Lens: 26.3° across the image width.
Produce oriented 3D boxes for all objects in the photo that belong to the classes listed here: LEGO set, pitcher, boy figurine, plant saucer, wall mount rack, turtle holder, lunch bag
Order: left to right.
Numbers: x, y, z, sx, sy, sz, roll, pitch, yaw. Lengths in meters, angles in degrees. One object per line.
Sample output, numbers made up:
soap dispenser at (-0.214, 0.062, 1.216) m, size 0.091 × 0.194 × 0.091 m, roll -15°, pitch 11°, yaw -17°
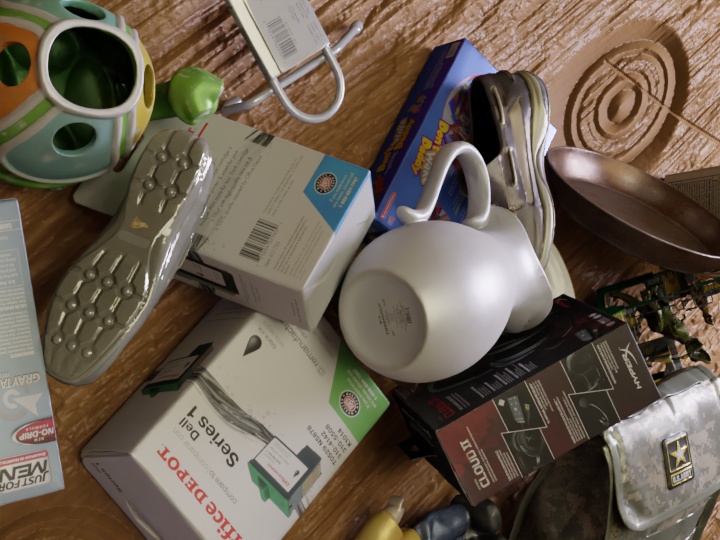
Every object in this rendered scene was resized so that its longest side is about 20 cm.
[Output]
turtle holder at (-0.202, -0.122, 1.103) m, size 0.185 × 0.132 × 0.141 m, roll 34°, pitch 66°, yaw -27°
wall mount rack at (-0.068, -0.221, 1.260) m, size 0.174 × 0.074 × 0.200 m, roll -36°, pitch 107°, yaw -30°
boy figurine at (0.035, 0.253, 1.293) m, size 0.200 × 0.064 × 0.125 m, roll -22°, pitch 101°, yaw -40°
pitcher at (0.062, -0.008, 1.219) m, size 0.200 × 0.121 × 0.172 m, roll -22°, pitch 96°, yaw -54°
lunch bag at (0.240, 0.187, 1.369) m, size 0.164 × 0.118 × 0.200 m, roll -18°, pitch 135°, yaw -37°
plant saucer at (0.256, -0.052, 1.426) m, size 0.200 × 0.200 × 0.035 m, roll 9°, pitch 118°, yaw -36°
LEGO set at (0.308, 0.063, 1.442) m, size 0.199 × 0.154 × 0.116 m, roll -19°, pitch 99°, yaw 2°

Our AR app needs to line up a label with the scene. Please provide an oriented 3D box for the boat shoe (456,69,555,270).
boat shoe at (0.119, -0.076, 1.336) m, size 0.073 × 0.074 × 0.201 m, roll 4°, pitch 77°, yaw -24°

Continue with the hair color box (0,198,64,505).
hair color box at (-0.266, 0.057, 1.060) m, size 0.060 × 0.099 × 0.201 m, roll -10°, pitch 91°, yaw -37°

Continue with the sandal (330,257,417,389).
sandal at (0.003, 0.000, 1.283) m, size 0.070 × 0.078 × 0.212 m, roll -46°, pitch 108°, yaw -21°

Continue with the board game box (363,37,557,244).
board game box at (0.084, -0.085, 1.374) m, size 0.134 × 0.045 × 0.200 m, roll 40°, pitch 63°, yaw -27°

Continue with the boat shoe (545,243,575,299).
boat shoe at (0.151, 0.060, 1.395) m, size 0.069 × 0.071 × 0.201 m, roll -13°, pitch 94°, yaw -39°

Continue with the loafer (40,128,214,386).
loafer at (-0.158, -0.005, 1.087) m, size 0.070 × 0.070 × 0.200 m, roll 25°, pitch 73°, yaw 14°

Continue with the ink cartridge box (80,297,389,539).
ink cartridge box at (-0.094, 0.123, 1.193) m, size 0.146 × 0.084 × 0.200 m, roll 53°, pitch 58°, yaw -20°

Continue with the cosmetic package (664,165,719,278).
cosmetic package at (0.401, -0.053, 1.515) m, size 0.087 × 0.200 × 0.104 m, roll 9°, pitch 81°, yaw -38°

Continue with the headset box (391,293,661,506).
headset box at (0.125, 0.108, 1.288) m, size 0.200 × 0.149 × 0.077 m, roll -28°, pitch 103°, yaw -7°

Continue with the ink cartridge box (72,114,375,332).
ink cartridge box at (-0.103, -0.047, 1.177) m, size 0.116 × 0.199 × 0.068 m, roll -61°, pitch 162°, yaw -25°
